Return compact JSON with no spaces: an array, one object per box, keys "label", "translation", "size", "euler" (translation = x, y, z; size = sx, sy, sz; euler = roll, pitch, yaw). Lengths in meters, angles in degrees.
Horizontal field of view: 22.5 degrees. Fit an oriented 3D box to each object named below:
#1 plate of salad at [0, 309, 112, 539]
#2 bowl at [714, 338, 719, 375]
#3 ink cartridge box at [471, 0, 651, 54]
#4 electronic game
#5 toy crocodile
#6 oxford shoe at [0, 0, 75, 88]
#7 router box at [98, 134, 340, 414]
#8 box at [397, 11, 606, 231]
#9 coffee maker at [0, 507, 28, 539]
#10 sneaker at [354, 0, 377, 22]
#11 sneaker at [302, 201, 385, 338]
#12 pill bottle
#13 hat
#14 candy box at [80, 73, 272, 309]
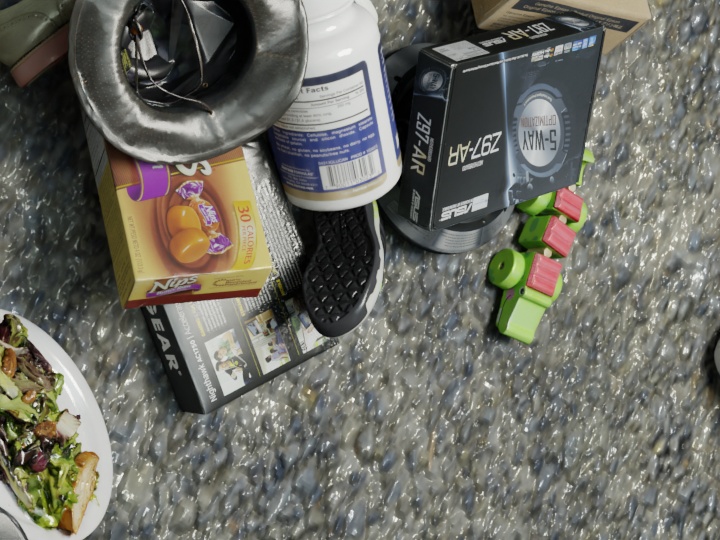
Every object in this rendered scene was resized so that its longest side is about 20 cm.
[{"label":"plate of salad","translation":[-0.255,0.117,1.415],"size":[0.200,0.048,0.201],"euler":[42,33,-36]},{"label":"bowl","translation":[0.466,0.095,1.944],"size":[0.200,0.075,0.200],"euler":[-48,114,-26]},{"label":"ink cartridge box","translation":[0.174,-0.317,1.710],"size":[0.164,0.075,0.201],"euler":[4,64,-34]},{"label":"electronic game","translation":[0.075,-0.114,1.698],"size":[0.199,0.042,0.201],"euler":[8,77,-37]},{"label":"toy crocodile","translation":[0.179,-0.027,1.757],"size":[0.067,0.062,0.201],"euler":[28,75,-31]},{"label":"oxford shoe","translation":[-0.223,-0.238,1.472],"size":[0.200,0.071,0.074],"euler":[-45,99,-19]},{"label":"router box","translation":[-0.119,0.002,1.558],"size":[0.149,0.051,0.201],"euler":[-27,104,-30]},{"label":"box","translation":[0.126,-0.135,1.615],"size":[0.200,0.043,0.161],"euler":[-18,127,-39]},{"label":"coffee maker","translation":[-0.298,0.254,1.344],"size":[0.192,0.200,0.135],"euler":[50,65,-23]},{"label":"sneaker","translation":[-0.086,-0.243,1.579],"size":[0.200,0.073,0.112],"euler":[41,71,-18]},{"label":"sneaker","translation":[0.000,0.000,1.581],"size":[0.200,0.071,0.083],"euler":[-84,153,-51]},{"label":"pill bottle","translation":[-0.032,-0.161,1.540],"size":[0.111,0.111,0.201],"euler":[-32,128,-30]},{"label":"hat","translation":[-0.144,-0.181,1.444],"size":[0.200,0.081,0.201],"euler":[-4,101,-22]},{"label":"candy box","translation":[-0.152,-0.072,1.472],"size":[0.116,0.056,0.201],"euler":[-5,65,-21]}]
